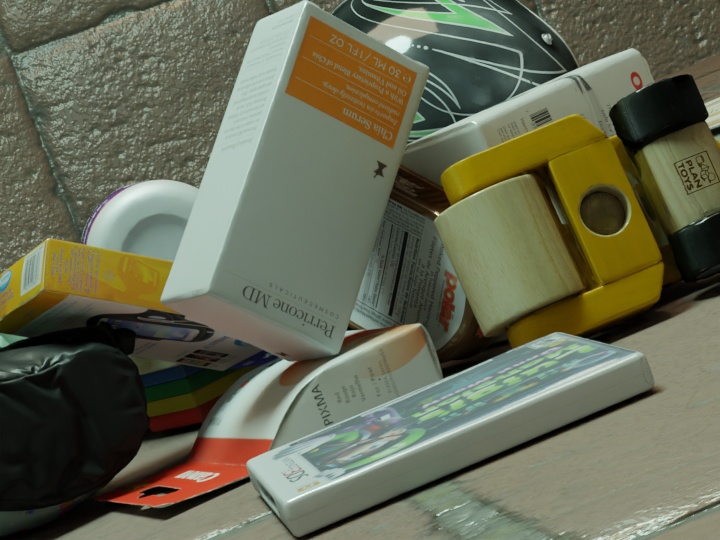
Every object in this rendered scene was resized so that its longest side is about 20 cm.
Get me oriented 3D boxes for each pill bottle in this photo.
[{"bbox_3d":[-0.156,-0.012,1.732,0.112,0.113,0.200,-22,5,-8],"label":"pill bottle"}]

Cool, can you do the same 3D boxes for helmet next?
[{"bbox_3d":[0.062,-0.125,1.716,0.199,0.201,0.191,-22,32,-10],"label":"helmet"}]

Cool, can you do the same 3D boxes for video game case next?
[{"bbox_3d":[0.041,0.083,1.222,0.199,0.023,0.182,-22,5,-8],"label":"video game case"}]

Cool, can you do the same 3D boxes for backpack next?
[{"bbox_3d":[-0.241,0.111,1.509,0.166,0.127,0.200,-10,-2,-28],"label":"backpack"}]

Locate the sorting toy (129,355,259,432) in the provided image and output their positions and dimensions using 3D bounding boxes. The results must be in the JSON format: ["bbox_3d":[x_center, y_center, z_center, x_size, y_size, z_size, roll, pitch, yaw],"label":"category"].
[{"bbox_3d":[-0.115,0.067,1.770,0.198,0.070,0.200,-25,6,-40],"label":"sorting toy"}]

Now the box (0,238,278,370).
[{"bbox_3d":[-0.137,0.026,1.525,0.199,0.042,0.119,9,-18,-26],"label":"box"}]

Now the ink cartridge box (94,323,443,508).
[{"bbox_3d":[-0.066,0.090,1.442,0.199,0.050,0.162,-20,4,-21],"label":"ink cartridge box"}]

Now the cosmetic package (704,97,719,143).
[{"bbox_3d":[0.277,-0.077,1.571,0.103,0.088,0.200,-21,5,14],"label":"cosmetic package"}]

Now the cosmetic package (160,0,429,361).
[{"bbox_3d":[-0.040,-0.055,1.433,0.101,0.201,0.071,25,-18,-25],"label":"cosmetic package"}]

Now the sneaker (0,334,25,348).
[{"bbox_3d":[-0.253,0.087,1.714,0.118,0.074,0.201,-17,48,35],"label":"sneaker"}]

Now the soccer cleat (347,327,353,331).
[{"bbox_3d":[0.000,0.000,1.613,0.081,0.068,0.200,-28,40,-2],"label":"soccer cleat"}]

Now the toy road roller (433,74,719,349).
[{"bbox_3d":[0.145,-0.024,1.423,0.199,0.123,0.146,-22,-10,-11],"label":"toy road roller"}]

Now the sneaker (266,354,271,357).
[{"bbox_3d":[0.014,0.025,1.672,0.199,0.072,0.080,-24,2,-41],"label":"sneaker"}]

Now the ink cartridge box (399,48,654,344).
[{"bbox_3d":[0.134,-0.052,1.564,0.084,0.146,0.200,-18,5,44],"label":"ink cartridge box"}]

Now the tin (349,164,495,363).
[{"bbox_3d":[0.014,-0.011,1.510,0.042,0.113,0.200,-16,34,-42],"label":"tin"}]
